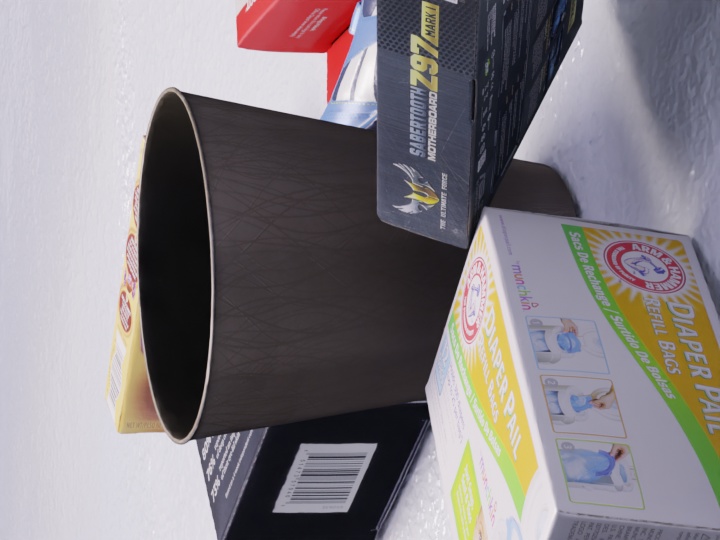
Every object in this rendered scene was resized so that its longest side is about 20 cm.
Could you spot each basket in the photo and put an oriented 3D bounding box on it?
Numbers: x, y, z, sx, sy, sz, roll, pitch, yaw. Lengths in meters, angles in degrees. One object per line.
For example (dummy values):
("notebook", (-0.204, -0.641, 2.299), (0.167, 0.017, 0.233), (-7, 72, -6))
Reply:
("basket", (0.000, 0.000, 1.143), (0.136, 0.198, 0.182), (126, 141, -58))

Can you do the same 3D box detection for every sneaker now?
("sneaker", (0.025, -0.114, 1.274), (0.200, 0.073, 0.083), (-49, 41, 49))

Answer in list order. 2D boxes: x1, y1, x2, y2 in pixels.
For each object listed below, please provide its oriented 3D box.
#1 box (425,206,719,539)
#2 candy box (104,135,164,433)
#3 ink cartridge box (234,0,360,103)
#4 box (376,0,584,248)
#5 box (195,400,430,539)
("box", (0.099, 0.078, 0.970), (0.201, 0.100, 0.113), (-100, 21, -53))
("candy box", (-0.102, 0.012, 1.535), (0.057, 0.116, 0.202), (-126, 41, -59))
("ink cartridge box", (-0.035, -0.214, 1.441), (0.116, 0.067, 0.202), (143, 125, -65))
("box", (0.057, -0.133, 0.992), (0.201, 0.051, 0.158), (90, -156, -52))
("box", (-0.040, 0.048, 1.385), (0.149, 0.103, 0.201), (113, 151, -45))
